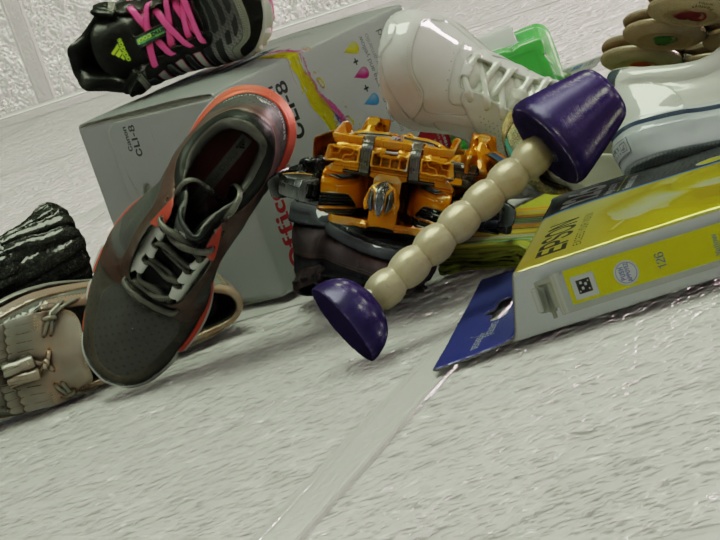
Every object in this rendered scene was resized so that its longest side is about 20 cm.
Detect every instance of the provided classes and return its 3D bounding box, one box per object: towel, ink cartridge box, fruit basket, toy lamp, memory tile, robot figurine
[{"bbox_3d":[0.140,-0.041,1.644,0.200,0.018,0.086,-27,15,-37],"label":"towel"},{"bbox_3d":[-0.058,-0.073,1.823,0.144,0.146,0.200,-10,15,46],"label":"ink cartridge box"},{"bbox_3d":[0.083,-0.126,2.004,0.185,0.094,0.200,-20,6,-1],"label":"fruit basket"},{"bbox_3d":[0.063,-0.035,1.468,0.200,0.058,0.058,-40,14,-11],"label":"toy lamp"},{"bbox_3d":[0.139,-0.017,1.430,0.199,0.047,0.198,-16,10,13],"label":"ink cartridge box"},{"bbox_3d":[0.251,-0.134,1.594,0.199,0.017,0.153,4,-13,-11],"label":"memory tile"},{"bbox_3d":[0.025,-0.056,1.588,0.144,0.058,0.200,9,6,7],"label":"robot figurine"}]

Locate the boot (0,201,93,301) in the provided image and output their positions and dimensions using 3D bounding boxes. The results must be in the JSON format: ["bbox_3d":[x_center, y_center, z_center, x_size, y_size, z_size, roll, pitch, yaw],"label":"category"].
[{"bbox_3d":[-0.262,0.035,1.741,0.157,0.080,0.211,-27,-2,-25],"label":"boot"}]

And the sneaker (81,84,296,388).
[{"bbox_3d":[-0.110,-0.019,1.572,0.200,0.077,0.082,-62,0,10],"label":"sneaker"}]

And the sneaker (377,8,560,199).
[{"bbox_3d":[0.092,-0.110,1.704,0.099,0.078,0.200,1,-20,42],"label":"sneaker"}]

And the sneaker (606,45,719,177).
[{"bbox_3d":[0.236,-0.106,1.539,0.199,0.071,0.073,-10,-17,-10],"label":"sneaker"}]

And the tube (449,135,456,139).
[{"bbox_3d":[0.123,-0.107,1.823,0.199,0.052,0.058,7,35,37],"label":"tube"}]

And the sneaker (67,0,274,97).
[{"bbox_3d":[-0.131,-0.158,1.794,0.087,0.074,0.200,-26,6,-33],"label":"sneaker"}]

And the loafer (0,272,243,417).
[{"bbox_3d":[-0.166,0.040,1.655,0.199,0.072,0.063,-21,16,-25],"label":"loafer"}]

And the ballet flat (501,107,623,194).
[{"bbox_3d":[0.184,-0.077,1.591,0.199,0.071,0.071,-6,8,-6],"label":"ballet flat"}]

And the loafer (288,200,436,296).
[{"bbox_3d":[0.000,0.000,1.612,0.072,0.063,0.200,9,7,-17],"label":"loafer"}]
